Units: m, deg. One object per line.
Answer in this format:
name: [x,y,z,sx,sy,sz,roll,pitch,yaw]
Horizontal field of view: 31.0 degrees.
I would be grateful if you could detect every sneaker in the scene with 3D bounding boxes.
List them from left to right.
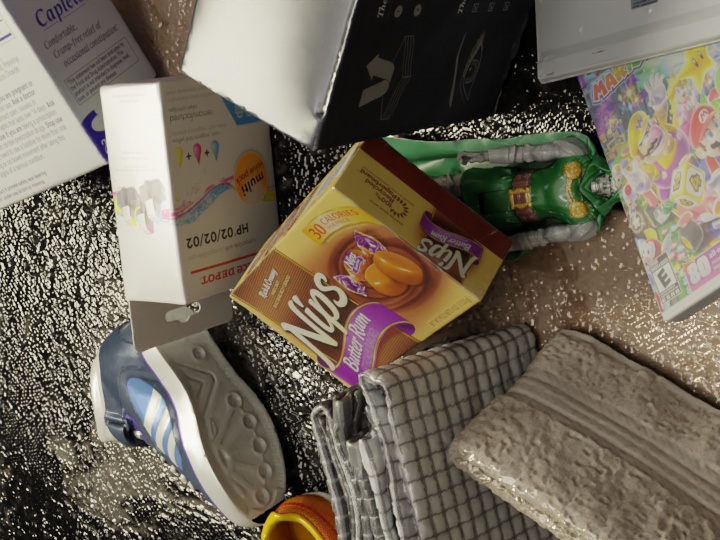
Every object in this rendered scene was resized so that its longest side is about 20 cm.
sneaker: [-0.152,0.134,1.076,0.146,0.080,0.201,-36,82,46]
sneaker: [0.000,0.256,0.983,0.200,0.077,0.073,41,121,21]

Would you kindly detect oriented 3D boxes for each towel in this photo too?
towel: [0.056,0.148,0.856,0.085,0.165,0.202,-12,94,45]
towel: [0.165,0.122,0.784,0.199,0.132,0.035,31,142,27]

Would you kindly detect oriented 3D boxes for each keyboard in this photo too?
keyboard: [0.163,-0.149,0.739,0.199,0.011,0.057,-3,84,59]

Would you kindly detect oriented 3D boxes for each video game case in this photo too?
video game case: [0.187,-0.092,0.727,0.143,0.018,0.202,-45,54,52]

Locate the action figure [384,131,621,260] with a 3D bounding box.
action figure: [0.091,-0.046,0.852,0.199,0.055,0.119,-8,97,36]

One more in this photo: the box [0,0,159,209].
box: [-0.282,-0.168,1.038,0.183,0.105,0.201,-15,114,39]

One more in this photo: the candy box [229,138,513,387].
candy box: [0.000,0.000,0.863,0.116,0.057,0.200,37,148,-8]

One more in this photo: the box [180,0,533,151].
box: [0.017,-0.194,0.776,0.117,0.199,0.198,31,118,28]

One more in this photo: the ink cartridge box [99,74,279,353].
ink cartridge box: [-0.122,-0.045,0.976,0.067,0.115,0.202,3,104,37]
